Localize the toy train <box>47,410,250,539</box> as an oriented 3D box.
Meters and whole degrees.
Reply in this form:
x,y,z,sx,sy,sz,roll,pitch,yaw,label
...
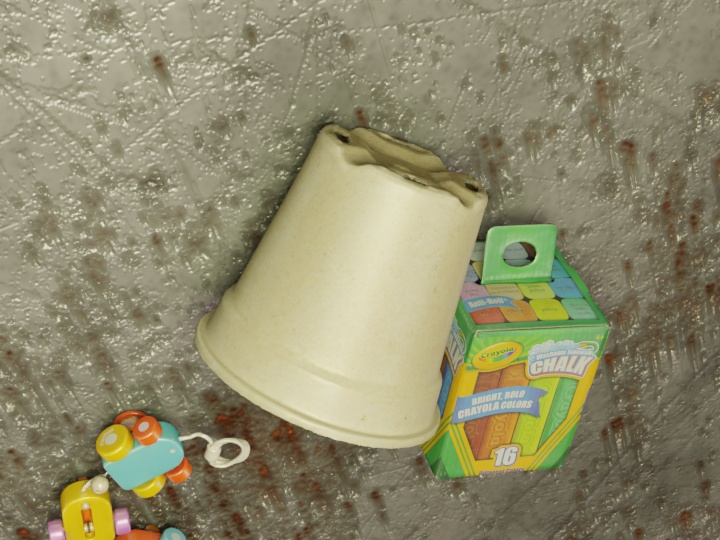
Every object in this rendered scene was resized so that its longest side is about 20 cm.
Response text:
x,y,z,sx,sy,sz,roll,pitch,yaw,label
-0.184,0.191,1.132,0.150,0.056,0.200,14,123,-30,toy train

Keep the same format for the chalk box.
x,y,z,sx,sy,sz,roll,pitch,yaw,label
0.117,0.054,1.089,0.124,0.124,0.201,-2,126,-19,chalk box

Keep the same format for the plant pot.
x,y,z,sx,sy,sz,roll,pitch,yaw,label
0.000,0.000,0.979,0.200,0.201,0.184,13,110,-28,plant pot
